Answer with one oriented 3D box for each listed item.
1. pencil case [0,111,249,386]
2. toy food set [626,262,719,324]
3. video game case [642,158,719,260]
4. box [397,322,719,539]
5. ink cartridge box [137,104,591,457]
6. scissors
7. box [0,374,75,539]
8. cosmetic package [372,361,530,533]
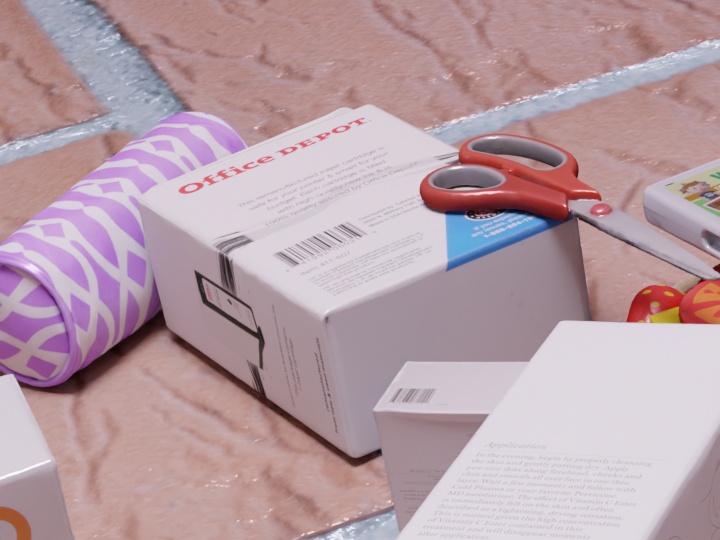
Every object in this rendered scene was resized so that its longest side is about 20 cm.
[{"bbox_3d":[-0.133,-0.012,1.588,0.085,0.084,0.200,-21,12,43],"label":"pencil case"},{"bbox_3d":[0.220,0.023,1.393,0.200,0.049,0.198,-16,26,-10],"label":"toy food set"},{"bbox_3d":[0.266,-0.031,1.405,0.200,0.022,0.182,-21,32,-27],"label":"video game case"},{"bbox_3d":[0.094,0.121,1.140,0.097,0.125,0.200,2,28,27],"label":"box"},{"bbox_3d":[0.000,0.000,1.493,0.146,0.084,0.200,-23,28,-22],"label":"ink cartridge box"},{"bbox_3d":[0.111,-0.033,1.409,0.200,0.014,0.073,16,33,43],"label":"scissors"},{"bbox_3d":[-0.218,0.142,1.249,0.200,0.125,0.097,-17,25,-11],"label":"box"},{"bbox_3d":[0.112,0.084,1.278,0.200,0.083,0.051,0,25,22],"label":"cosmetic package"}]
